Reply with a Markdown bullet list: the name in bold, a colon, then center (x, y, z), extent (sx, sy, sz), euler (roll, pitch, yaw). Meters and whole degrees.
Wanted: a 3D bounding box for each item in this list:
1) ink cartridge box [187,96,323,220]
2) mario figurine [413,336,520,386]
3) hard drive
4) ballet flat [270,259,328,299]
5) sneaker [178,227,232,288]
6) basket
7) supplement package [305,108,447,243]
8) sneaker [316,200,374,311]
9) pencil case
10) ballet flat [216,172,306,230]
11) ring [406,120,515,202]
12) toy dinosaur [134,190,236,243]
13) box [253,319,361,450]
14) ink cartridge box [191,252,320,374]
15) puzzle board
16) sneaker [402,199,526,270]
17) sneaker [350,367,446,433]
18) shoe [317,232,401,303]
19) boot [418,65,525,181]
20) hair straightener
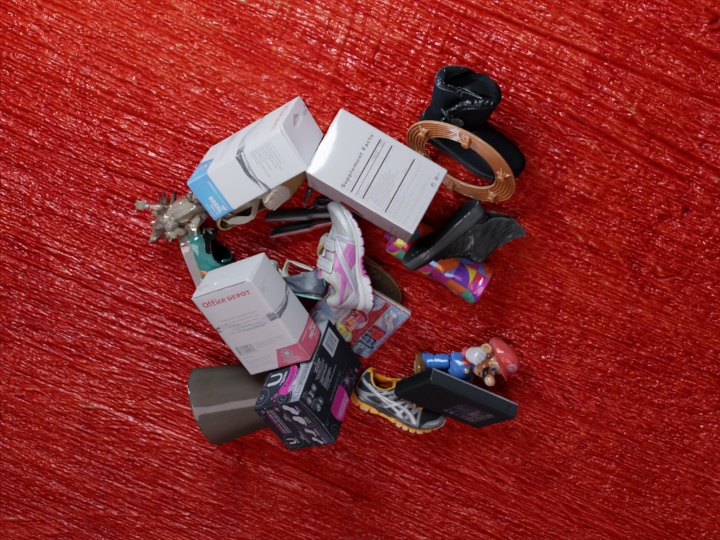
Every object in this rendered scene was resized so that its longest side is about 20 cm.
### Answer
- **ink cartridge box**: center (-0.174, -0.189, 1.435), extent (0.198, 0.146, 0.084), euler (-25, 114, 23)
- **mario figurine**: center (0.203, 0.191, 1.607), extent (0.197, 0.123, 0.108), euler (-11, 93, 23)
- **hard drive**: center (0.181, 0.247, 1.635), extent (0.198, 0.033, 0.139), euler (24, 152, -20)
- **ballet flat**: center (-0.148, 0.015, 1.600), extent (0.197, 0.073, 0.074), euler (3, 123, 28)
- **sneaker**: center (-0.272, 0.006, 1.615), extent (0.079, 0.072, 0.202), euler (-16, 128, 2)
- **basket**: center (-0.220, 0.254, 1.722), extent (0.197, 0.137, 0.182), euler (-15, 124, 15)
- **supplement package**: center (0.024, -0.151, 1.396), extent (0.198, 0.121, 0.121), euler (30, 85, 2)
- **sneaker**: center (-0.036, -0.020, 1.478), extent (0.087, 0.081, 0.203), euler (-12, 94, -7)
- **pencil case**: center (0.138, -0.023, 1.515), extent (0.198, 0.089, 0.089), euler (32, 121, -7)
- **ballet flat**: center (-0.177, -0.124, 1.520), extent (0.198, 0.064, 0.069), euler (-23, 142, 25)
- **ring**: center (0.159, -0.170, 1.381), extent (0.199, 0.019, 0.201), euler (29, 162, 10)
- **toy dinosaur**: center (-0.312, -0.107, 1.531), extent (0.197, 0.136, 0.087), euler (-14, 100, 12)
- **box**: center (-0.098, 0.215, 1.614), extent (0.113, 0.201, 0.133), euler (-17, 125, 31)
- **ink cartridge box**: center (-0.187, 0.081, 1.555), extent (0.145, 0.083, 0.201), euler (-16, 122, 30)
- **puzzle board**: center (-0.011, 0.090, 1.608), extent (0.149, 0.018, 0.200), euler (30, 141, -8)
- **sneaker**: center (0.174, -0.041, 1.446), extent (0.199, 0.060, 0.104), euler (-40, 115, 3)
- **sneaker**: center (0.080, 0.258, 1.698), extent (0.197, 0.078, 0.078), euler (20, 114, -2)
- **shoe**: center (0.000, 0.000, 1.574), extent (0.199, 0.054, 0.070), euler (40, 103, -23)
- **boot**: center (0.189, -0.227, 1.336), extent (0.198, 0.077, 0.168), euler (28, 161, -1)
- **hair straightener**: center (-0.079, -0.107, 1.527), extent (0.197, 0.041, 0.078), euler (-6, 120, 14)
